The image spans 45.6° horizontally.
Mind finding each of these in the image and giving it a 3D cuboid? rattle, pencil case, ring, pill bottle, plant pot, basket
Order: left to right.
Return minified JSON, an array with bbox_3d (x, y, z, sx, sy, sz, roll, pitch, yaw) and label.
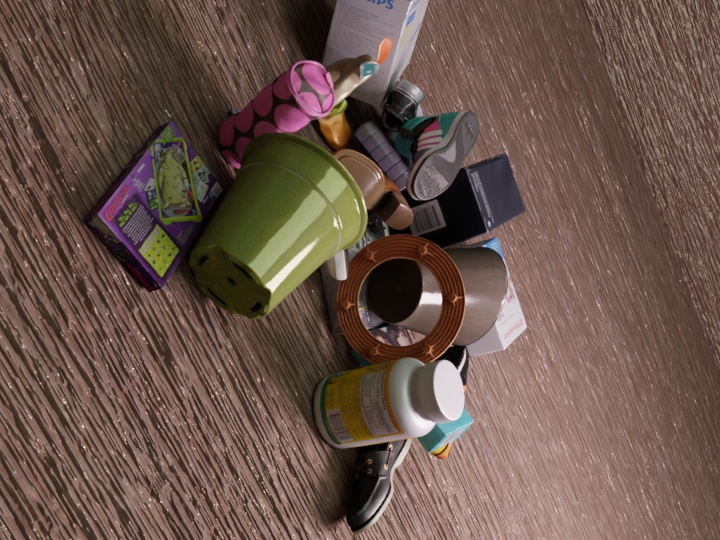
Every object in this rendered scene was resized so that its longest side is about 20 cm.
[{"bbox_3d":[-0.121,-0.044,1.116,0.201,0.199,0.190,56,48,-25],"label":"plant pot"},{"bbox_3d":[-0.113,-0.213,1.167,0.093,0.199,0.091,-21,89,-41],"label":"pencil case"},{"bbox_3d":[-0.003,-0.268,1.354,0.144,0.199,0.130,63,34,-15],"label":"rattle"},{"bbox_3d":[0.041,0.186,1.221,0.113,0.199,0.114,29,53,-47],"label":"pill bottle"},{"bbox_3d":[0.056,0.046,1.263,0.019,0.199,0.202,17,61,-71],"label":"ring"},{"bbox_3d":[0.117,0.036,1.373,0.199,0.181,0.136,7,28,-46],"label":"basket"}]

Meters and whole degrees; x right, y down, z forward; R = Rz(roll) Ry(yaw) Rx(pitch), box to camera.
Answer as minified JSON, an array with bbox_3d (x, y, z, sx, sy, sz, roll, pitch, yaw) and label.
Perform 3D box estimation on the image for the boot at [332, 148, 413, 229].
[{"bbox_3d":[-0.004,-0.158,1.371,0.200,0.077,0.155,29,18,-42],"label":"boot"}]

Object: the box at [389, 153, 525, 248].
[{"bbox_3d":[0.162,-0.113,1.535,0.198,0.199,0.124,-28,99,-57],"label":"box"}]

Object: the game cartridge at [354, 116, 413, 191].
[{"bbox_3d":[0.055,-0.210,1.507,0.130,0.038,0.200,47,20,-1],"label":"game cartridge"}]

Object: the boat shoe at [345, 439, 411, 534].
[{"bbox_3d":[0.016,0.296,1.258,0.063,0.073,0.202,50,37,-17],"label":"boat shoe"}]

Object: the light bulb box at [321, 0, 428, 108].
[{"bbox_3d":[0.032,-0.423,1.452,0.124,0.201,0.199,22,42,4],"label":"light bulb box"}]

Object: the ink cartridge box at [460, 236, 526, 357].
[{"bbox_3d":[0.244,0.052,1.694,0.144,0.084,0.201,-28,101,-57],"label":"ink cartridge box"}]

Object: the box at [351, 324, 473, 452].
[{"bbox_3d":[0.079,0.176,1.315,0.082,0.049,0.200,-12,56,-50],"label":"box"}]

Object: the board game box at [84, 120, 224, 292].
[{"bbox_3d":[-0.248,-0.083,1.063,0.120,0.032,0.201,58,35,-30],"label":"board game box"}]

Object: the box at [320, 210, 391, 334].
[{"bbox_3d":[0.000,0.000,1.382,0.158,0.048,0.201,4,72,-56],"label":"box"}]

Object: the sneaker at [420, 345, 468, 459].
[{"bbox_3d":[0.141,0.218,1.421,0.090,0.070,0.201,58,40,-31],"label":"sneaker"}]

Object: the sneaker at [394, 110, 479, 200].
[{"bbox_3d":[0.100,-0.192,1.415,0.200,0.120,0.084,-52,129,-32],"label":"sneaker"}]

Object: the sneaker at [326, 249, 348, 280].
[{"bbox_3d":[-0.071,-0.075,1.283,0.073,0.084,0.201,66,10,-76],"label":"sneaker"}]

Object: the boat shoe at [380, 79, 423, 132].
[{"bbox_3d":[0.064,-0.279,1.503,0.072,0.071,0.200,39,-1,4],"label":"boat shoe"}]
